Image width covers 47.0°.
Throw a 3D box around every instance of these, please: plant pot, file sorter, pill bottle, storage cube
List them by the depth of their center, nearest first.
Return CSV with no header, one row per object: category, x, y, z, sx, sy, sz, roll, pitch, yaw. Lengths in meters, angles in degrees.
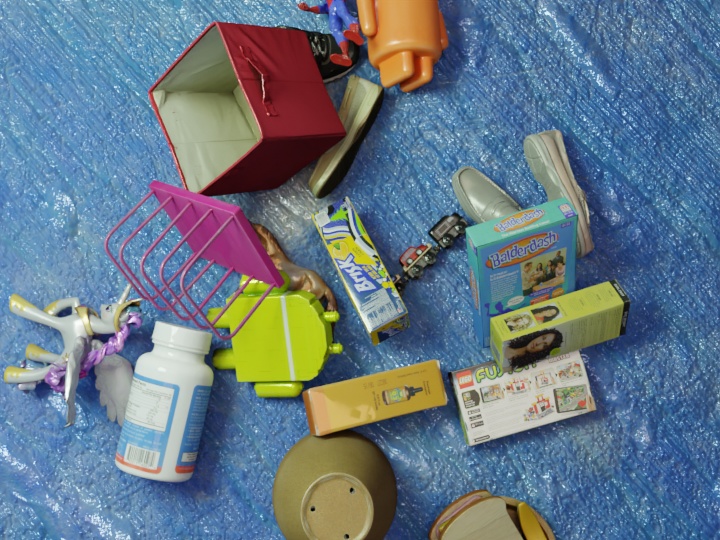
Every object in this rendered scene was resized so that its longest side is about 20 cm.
plant pot,-0.031,0.310,1.104,0.182,0.200,0.191,1,81,-4
file sorter,-0.230,-0.011,1.115,0.198,0.140,0.126,18,59,41
pill bottle,-0.266,0.179,1.151,0.110,0.112,0.205,13,85,0
storage cube,-0.155,-0.220,1.157,0.198,0.178,0.174,-30,80,38

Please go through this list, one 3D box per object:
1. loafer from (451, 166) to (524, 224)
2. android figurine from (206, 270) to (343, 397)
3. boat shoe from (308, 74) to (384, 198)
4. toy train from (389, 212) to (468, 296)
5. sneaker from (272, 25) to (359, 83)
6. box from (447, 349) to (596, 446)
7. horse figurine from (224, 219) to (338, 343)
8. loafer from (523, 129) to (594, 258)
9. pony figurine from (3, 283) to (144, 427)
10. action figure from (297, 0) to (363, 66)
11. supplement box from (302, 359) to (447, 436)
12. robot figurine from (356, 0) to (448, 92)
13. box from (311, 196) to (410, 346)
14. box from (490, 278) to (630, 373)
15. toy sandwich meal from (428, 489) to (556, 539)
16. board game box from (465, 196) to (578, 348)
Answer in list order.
loafer,0.216,-0.081,1.240,0.070,0.070,0.200,-44,86,-10
android figurine,-0.121,0.093,1.178,0.195,0.041,0.187,-5,100,15
boat shoe,-0.032,-0.203,1.250,0.062,0.073,0.203,26,78,8
toy train,0.082,-0.014,1.243,0.046,0.034,0.200,44,82,8
sneaker,-0.096,-0.332,1.256,0.195,0.088,0.078,-5,81,-4
box,0.237,0.178,1.219,0.195,0.035,0.113,-14,82,-5
horse figurine,-0.109,0.030,1.220,0.197,0.050,0.134,28,87,4
loafer,0.315,-0.122,1.255,0.062,0.072,0.204,-20,80,-13
pony figurine,-0.394,0.119,1.153,0.195,0.166,0.198,-2,80,15
action figure,-0.055,-0.398,1.240,0.097,0.066,0.203,19,39,-25
supplement box,0.020,0.181,1.179,0.195,0.069,0.068,-11,82,-12
robot figurine,0.065,-0.379,1.259,0.140,0.117,0.205,-4,82,-1
box,0.000,0.000,1.196,0.063,0.070,0.203,-25,69,-3
box,0.285,0.080,1.189,0.196,0.076,0.051,-18,45,-6
toy sandwich meal,0.194,0.409,1.163,0.200,0.070,0.210,0,81,-2
board game box,0.230,0.007,1.173,0.149,0.203,0.045,-16,42,-6
